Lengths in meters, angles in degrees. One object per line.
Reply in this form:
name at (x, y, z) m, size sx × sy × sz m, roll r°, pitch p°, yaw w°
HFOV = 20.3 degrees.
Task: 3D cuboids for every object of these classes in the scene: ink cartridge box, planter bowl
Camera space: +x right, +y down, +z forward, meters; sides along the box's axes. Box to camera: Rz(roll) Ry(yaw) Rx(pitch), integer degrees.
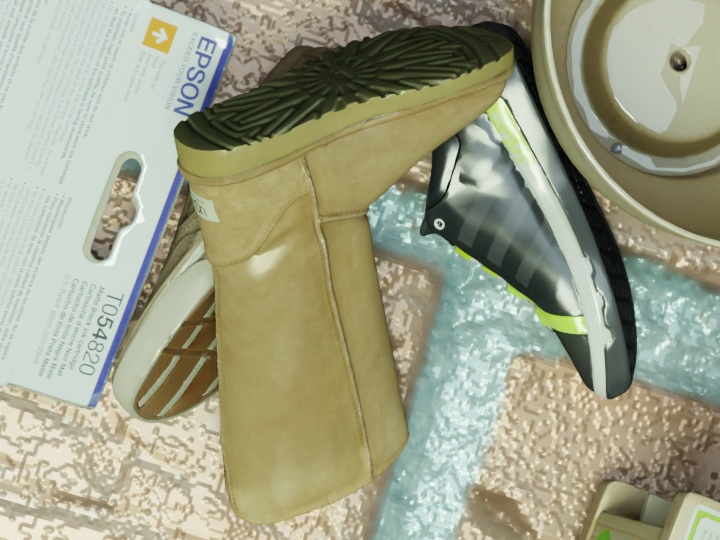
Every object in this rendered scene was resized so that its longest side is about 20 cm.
ink cartridge box at (-0.183, -0.055, 0.927) m, size 0.199 × 0.041 × 0.201 m, roll 19°, pitch 99°, yaw -22°
planter bowl at (0.167, -0.108, 0.966) m, size 0.198 × 0.135 × 0.202 m, roll 0°, pitch 88°, yaw -10°

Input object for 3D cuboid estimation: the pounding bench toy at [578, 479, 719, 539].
pounding bench toy at (0.177, 0.145, 0.949) m, size 0.123 × 0.156 × 0.202 m, roll 22°, pitch 85°, yaw -7°

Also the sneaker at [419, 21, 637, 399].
sneaker at (0.073, -0.025, 0.995) m, size 0.082 × 0.072 × 0.202 m, roll -23°, pitch 91°, yaw 16°

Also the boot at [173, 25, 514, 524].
boot at (0.000, 0.000, 0.939) m, size 0.174 × 0.066 × 0.202 m, roll -20°, pitch 123°, yaw -17°

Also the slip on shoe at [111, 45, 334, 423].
slip on shoe at (-0.060, -0.021, 0.968) m, size 0.060 × 0.076 × 0.201 m, roll 34°, pitch 91°, yaw 32°
